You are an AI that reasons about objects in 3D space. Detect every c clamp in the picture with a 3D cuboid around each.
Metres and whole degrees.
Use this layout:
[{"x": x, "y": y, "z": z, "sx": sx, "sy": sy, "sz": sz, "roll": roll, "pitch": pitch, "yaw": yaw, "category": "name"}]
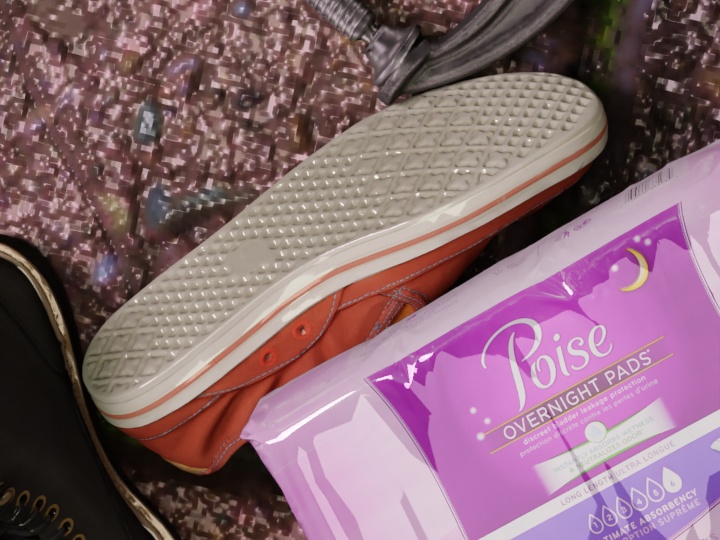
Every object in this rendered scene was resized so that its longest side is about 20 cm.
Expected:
[{"x": -0.019, "y": -0.132, "z": 0.994, "sx": 0.200, "sy": 0.027, "sz": 0.171, "roll": 36, "pitch": 94, "yaw": 4, "category": "c clamp"}]

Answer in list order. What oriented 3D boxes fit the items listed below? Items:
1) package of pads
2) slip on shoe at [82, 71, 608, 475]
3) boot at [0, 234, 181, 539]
[{"x": 0.072, "y": 0.050, "z": 0.922, "sx": 0.199, "sy": 0.076, "sz": 0.121, "roll": -30, "pitch": 92, "yaw": 14, "category": "package of pads"}, {"x": 0.000, "y": 0.000, "z": 0.990, "sx": 0.199, "sy": 0.074, "sz": 0.061, "roll": -35, "pitch": 126, "yaw": 4, "category": "slip on shoe"}, {"x": -0.117, "y": 0.093, "z": 0.972, "sx": 0.077, "sy": 0.138, "sz": 0.201, "roll": -25, "pitch": 94, "yaw": 9, "category": "boot"}]
